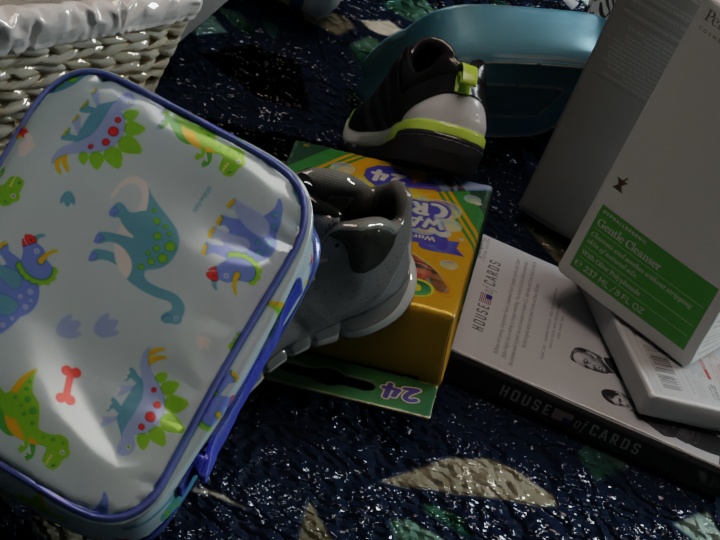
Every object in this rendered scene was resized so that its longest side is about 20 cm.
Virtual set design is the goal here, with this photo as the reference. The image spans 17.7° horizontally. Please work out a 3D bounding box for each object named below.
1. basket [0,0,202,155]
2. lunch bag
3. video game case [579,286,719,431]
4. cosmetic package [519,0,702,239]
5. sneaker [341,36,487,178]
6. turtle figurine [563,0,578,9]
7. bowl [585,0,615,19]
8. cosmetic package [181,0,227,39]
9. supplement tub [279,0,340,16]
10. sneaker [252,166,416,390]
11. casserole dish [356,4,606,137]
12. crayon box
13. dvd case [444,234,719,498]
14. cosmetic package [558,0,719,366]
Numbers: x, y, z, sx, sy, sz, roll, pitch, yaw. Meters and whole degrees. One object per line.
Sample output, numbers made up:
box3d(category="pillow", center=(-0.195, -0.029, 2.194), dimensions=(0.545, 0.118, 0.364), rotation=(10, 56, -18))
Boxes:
box3d(category="basket", center=(-0.235, -0.134, 1.281), dimensions=(0.198, 0.161, 0.199), rotation=(41, 32, 25))
box3d(category="lunch bag", center=(-0.118, 0.021, 1.100), dimensions=(0.160, 0.201, 0.083), rotation=(27, -14, 8))
box3d(category="video game case", center=(0.239, 0.058, 1.429), dimensions=(0.199, 0.018, 0.144), rotation=(13, 31, -22))
box3d(category="cosmetic package", center=(0.193, -0.115, 1.524), dimensions=(0.090, 0.201, 0.107), rotation=(34, 28, 13))
box3d(category="sneaker", center=(0.044, -0.104, 1.461), dimensions=(0.071, 0.083, 0.200), rotation=(13, 1, -17))
box3d(category="turtle figurine", center=(0.086, -0.262, 1.826), dimensions=(0.193, 0.200, 0.144), rotation=(-24, 75, -29))
box3d(category="bowl", center=(0.228, -0.138, 1.687), dimensions=(0.200, 0.094, 0.201), rotation=(35, 17, -13))
box3d(category="cosmetic package", center=(-0.121, -0.239, 1.521), dimensions=(0.151, 0.200, 0.052), rotation=(49, -1, 35))
box3d(category="supplement tub", center=(-0.084, -0.283, 1.658), dimensions=(0.199, 0.145, 0.145), rotation=(24, 29, -2))
box3d(category="sneaker", center=(-0.055, 0.003, 1.187), dimensions=(0.199, 0.116, 0.075), rotation=(-28, 60, -25))
box3d(category="casserole dish", center=(0.090, -0.131, 1.581), dimensions=(0.199, 0.121, 0.039), rotation=(0, 60, -38))
box3d(category="crayon box", center=(0.000, 0.000, 1.331), dimensions=(0.125, 0.052, 0.200), rotation=(13, 30, 4))
box3d(category="dvd case", center=(0.138, 0.053, 1.402), dimensions=(0.199, 0.025, 0.151), rotation=(23, 29, -1))
box3d(category="cosmetic package", center=(0.216, -0.059, 1.374), dimensions=(0.107, 0.201, 0.085), rotation=(37, 30, 21))
